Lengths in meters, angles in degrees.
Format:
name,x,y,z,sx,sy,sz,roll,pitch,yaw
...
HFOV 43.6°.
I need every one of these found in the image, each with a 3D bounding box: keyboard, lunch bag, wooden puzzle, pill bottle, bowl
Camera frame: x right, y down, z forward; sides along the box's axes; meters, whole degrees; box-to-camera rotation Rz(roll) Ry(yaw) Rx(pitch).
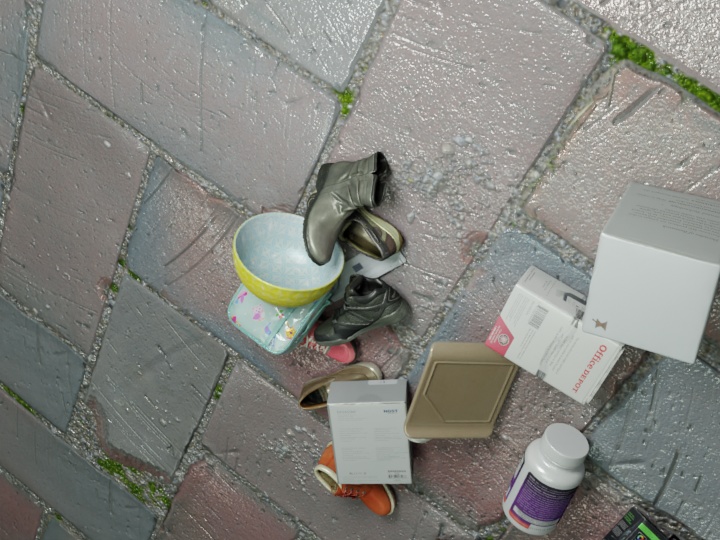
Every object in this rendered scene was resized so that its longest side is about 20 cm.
name,x,y,z,sx,sy,sz,roll,pitch,yaw
keyboard,0.000,0.000,1.692,0.199,0.011,0.057,-30,93,38
lunch bag,-0.143,0.050,1.703,0.160,0.077,0.201,36,94,17
wooden puzzle,0.181,0.214,1.618,0.183,0.037,0.202,3,119,-21
pill bottle,0.339,0.376,1.634,0.111,0.111,0.201,27,127,15
bowl,-0.137,0.001,1.599,0.199,0.200,0.108,31,132,12

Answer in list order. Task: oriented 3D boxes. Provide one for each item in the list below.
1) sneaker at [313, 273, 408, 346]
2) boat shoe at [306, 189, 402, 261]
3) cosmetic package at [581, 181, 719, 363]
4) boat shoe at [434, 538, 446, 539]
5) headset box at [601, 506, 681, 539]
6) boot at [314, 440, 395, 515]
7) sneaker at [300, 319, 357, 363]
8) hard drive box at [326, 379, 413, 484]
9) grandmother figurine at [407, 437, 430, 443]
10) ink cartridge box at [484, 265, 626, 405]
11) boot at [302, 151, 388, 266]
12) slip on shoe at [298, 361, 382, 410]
name,x,y,z,sx,sy,sz,roll,pitch,yaw
sneaker,-0.021,0.069,1.674,0.198,0.077,0.114,-23,123,29
boat shoe,-0.019,-0.083,1.616,0.199,0.065,0.074,28,128,20
cosmetic package,0.436,-0.003,1.310,0.165,0.200,0.169,17,124,21
boat shoe,0.169,0.600,1.885,0.199,0.072,0.068,-29,101,41
headset box,0.500,0.550,1.599,0.174,0.093,0.200,44,92,3
boot,-0.015,0.457,1.893,0.200,0.107,0.075,46,127,-1
sneaker,-0.100,0.129,1.771,0.199,0.087,0.074,35,129,9
hard drive box,0.023,0.320,1.778,0.154,0.077,0.202,-2,119,6
grandmother figurine,0.142,0.239,1.680,0.201,0.120,0.061,-65,34,22
ink cartridge box,0.332,0.108,1.507,0.199,0.085,0.146,32,128,13
boot,-0.023,-0.110,1.541,0.130,0.202,0.068,-6,154,36
slip on shoe,-0.044,0.238,1.814,0.199,0.061,0.077,-15,108,34
